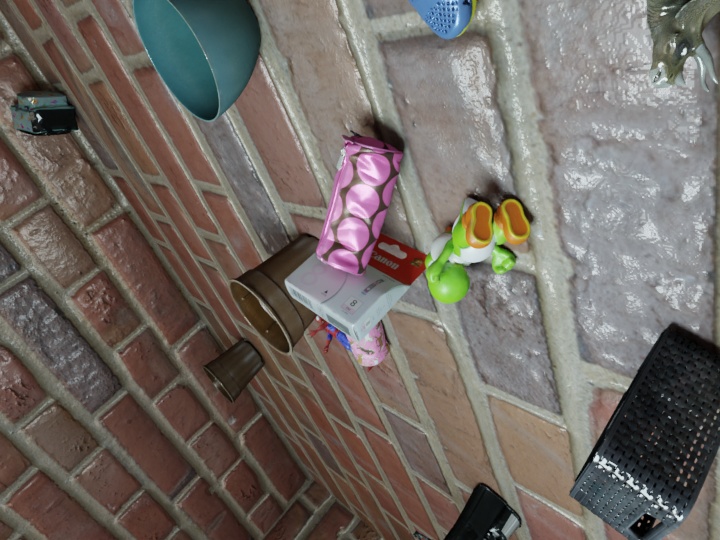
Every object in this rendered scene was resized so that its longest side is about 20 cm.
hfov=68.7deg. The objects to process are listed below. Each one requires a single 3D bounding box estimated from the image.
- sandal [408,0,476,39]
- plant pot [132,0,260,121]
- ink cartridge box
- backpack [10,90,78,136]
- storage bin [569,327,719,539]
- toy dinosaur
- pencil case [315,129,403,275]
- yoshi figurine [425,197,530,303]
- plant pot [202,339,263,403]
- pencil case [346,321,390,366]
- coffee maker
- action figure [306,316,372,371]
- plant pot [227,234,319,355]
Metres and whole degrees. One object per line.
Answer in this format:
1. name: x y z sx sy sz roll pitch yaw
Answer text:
1. sandal: 0.037 -0.313 0.515 0.201 0.087 0.079 51 152 -9
2. plant pot: -0.233 -0.357 0.816 0.199 0.134 0.202 36 151 24
3. ink cartridge box: 0.000 0.000 0.853 0.161 0.200 0.058 28 153 35
4. backpack: -1.142 -0.560 1.882 0.195 0.175 0.158 6 113 30
5. storage bin: 0.330 0.185 0.590 0.093 0.200 0.137 32 150 28
6. toy dinosaur: 0.227 -0.237 0.357 0.100 0.077 0.203 21 139 23
7. pencil case: -0.009 -0.095 0.778 0.091 0.092 0.205 40 121 49
8. yoshi figurine: 0.146 -0.014 0.724 0.112 0.113 0.200 40 157 0
9. plant pot: -0.524 0.410 2.205 0.199 0.198 0.202 37 153 22
10. pencil case: -0.001 0.120 1.154 0.085 0.083 0.203 17 141 45
11. coffee maker: 0.269 0.635 1.289 0.192 0.200 0.135 45 152 -1
12. action figure: -0.060 0.188 1.327 0.199 0.098 0.066 41 152 21
13. plant pot: -0.150 0.041 1.149 0.199 0.198 0.203 36 152 23
